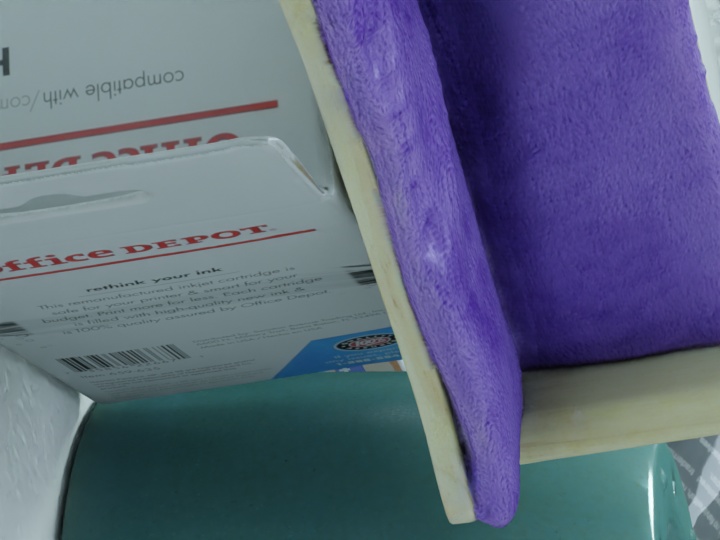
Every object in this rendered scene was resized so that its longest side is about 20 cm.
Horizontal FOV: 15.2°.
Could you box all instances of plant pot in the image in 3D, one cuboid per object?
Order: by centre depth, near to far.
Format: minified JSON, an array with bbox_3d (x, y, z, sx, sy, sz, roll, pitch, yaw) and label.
[{"bbox_3d":[0.020,0.120,0.796,0.201,0.161,0.201,-9,90,-77],"label":"plant pot"}]

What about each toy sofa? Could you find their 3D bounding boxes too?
[{"bbox_3d":[0.042,-0.038,0.644,0.098,0.083,0.200,-86,162,-52],"label":"toy sofa"}]

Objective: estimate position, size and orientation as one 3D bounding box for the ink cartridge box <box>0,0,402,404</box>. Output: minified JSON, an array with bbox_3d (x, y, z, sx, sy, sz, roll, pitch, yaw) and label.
[{"bbox_3d":[-0.049,-0.025,0.682,0.200,0.116,0.067,47,36,-70],"label":"ink cartridge box"}]

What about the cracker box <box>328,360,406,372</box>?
[{"bbox_3d":[0.000,0.000,1.034,0.200,0.058,0.134,61,25,-57],"label":"cracker box"}]

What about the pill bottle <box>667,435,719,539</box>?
[{"bbox_3d":[0.075,0.096,0.992,0.200,0.116,0.116,-52,147,-19],"label":"pill bottle"}]
